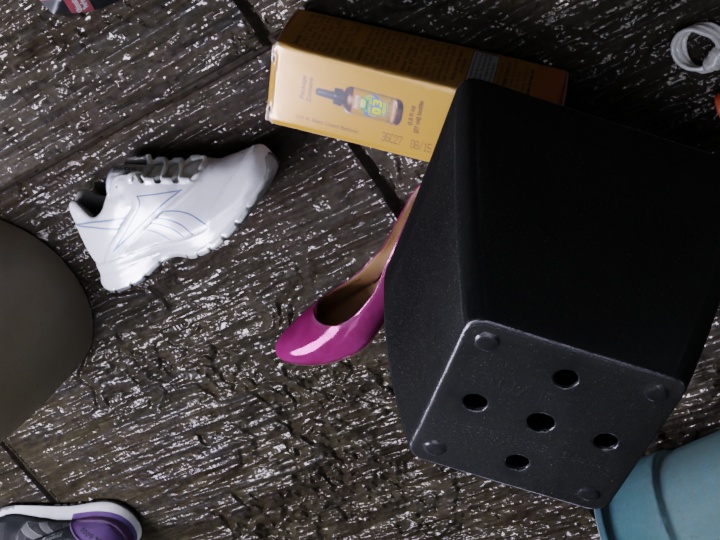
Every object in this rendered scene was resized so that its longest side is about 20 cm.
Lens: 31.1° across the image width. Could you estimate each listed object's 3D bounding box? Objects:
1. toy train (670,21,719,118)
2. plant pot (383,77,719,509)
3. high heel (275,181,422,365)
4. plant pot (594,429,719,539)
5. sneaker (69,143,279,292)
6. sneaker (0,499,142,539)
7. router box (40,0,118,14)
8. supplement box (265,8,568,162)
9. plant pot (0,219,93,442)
[{"bbox_3d":[0.239,-0.060,0.882,0.149,0.056,0.201,16,129,4],"label":"toy train"},{"bbox_3d":[0.120,0.030,0.834,0.198,0.178,0.200,18,134,-3],"label":"plant pot"},{"bbox_3d":[0.000,0.000,0.988,0.199,0.068,0.096,-30,124,16],"label":"high heel"},{"bbox_3d":[0.312,0.194,0.972,0.195,0.201,0.200,-34,111,25],"label":"plant pot"},{"bbox_3d":[-0.149,-0.052,0.994,0.199,0.075,0.087,-25,111,29],"label":"sneaker"},{"bbox_3d":[-0.318,0.283,1.278,0.198,0.088,0.076,-14,121,25],"label":"sneaker"},{"bbox_3d":[-0.197,-0.276,0.771,0.200,0.062,0.150,46,127,11],"label":"router box"},{"bbox_3d":[0.038,-0.120,0.891,0.198,0.069,0.067,14,129,4],"label":"supplement box"},{"bbox_3d":[-0.347,0.086,1.070,0.185,0.201,0.189,8,128,11],"label":"plant pot"}]
